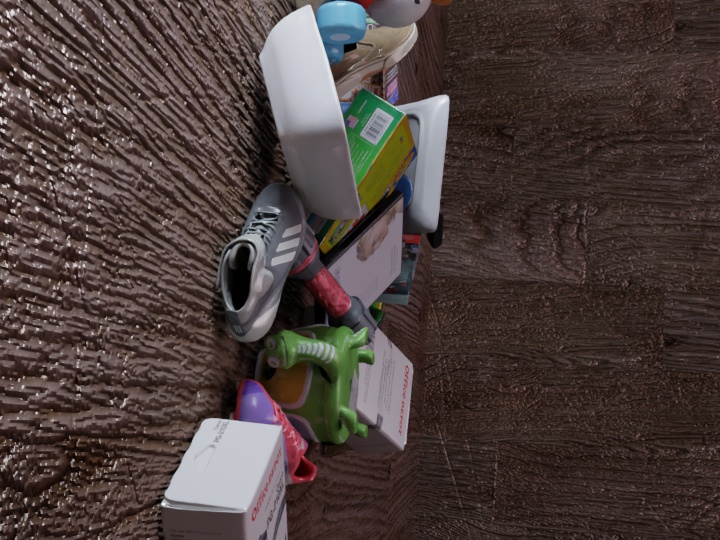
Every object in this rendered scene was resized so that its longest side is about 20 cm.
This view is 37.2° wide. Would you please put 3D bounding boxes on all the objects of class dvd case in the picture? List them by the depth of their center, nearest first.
[{"bbox_3d":[0.000,0.000,1.437,0.200,0.017,0.144,-45,147,-40],"label":"dvd case"},{"bbox_3d":[0.016,-0.019,1.651,0.201,0.143,0.022,-74,167,-55],"label":"dvd case"}]

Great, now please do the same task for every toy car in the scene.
[{"bbox_3d":[0.028,-0.358,1.323,0.177,0.196,0.188,161,-71,-71],"label":"toy car"}]

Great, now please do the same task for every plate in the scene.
[{"bbox_3d":[0.051,-0.156,1.611,0.032,0.198,0.204,9,85,-37],"label":"plate"}]

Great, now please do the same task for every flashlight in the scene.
[{"bbox_3d":[-0.045,0.020,1.290,0.201,0.067,0.068,52,45,-38],"label":"flashlight"}]

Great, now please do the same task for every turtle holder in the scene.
[{"bbox_3d":[-0.060,0.135,1.265,0.185,0.129,0.144,-17,111,-80],"label":"turtle holder"}]

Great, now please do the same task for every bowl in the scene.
[{"bbox_3d":[-0.059,-0.168,1.219,0.201,0.073,0.203,78,-4,-60],"label":"bowl"}]

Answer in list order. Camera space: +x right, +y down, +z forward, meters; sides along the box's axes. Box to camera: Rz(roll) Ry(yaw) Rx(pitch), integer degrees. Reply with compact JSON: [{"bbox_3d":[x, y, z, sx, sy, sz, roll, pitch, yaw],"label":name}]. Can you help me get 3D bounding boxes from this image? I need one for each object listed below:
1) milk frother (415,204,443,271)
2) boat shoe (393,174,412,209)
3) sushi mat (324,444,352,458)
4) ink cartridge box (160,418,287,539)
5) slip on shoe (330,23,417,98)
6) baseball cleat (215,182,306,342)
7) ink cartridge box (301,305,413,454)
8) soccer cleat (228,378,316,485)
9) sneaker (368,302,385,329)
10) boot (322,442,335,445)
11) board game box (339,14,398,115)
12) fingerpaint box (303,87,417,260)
[{"bbox_3d":[0.033,-0.096,1.860,0.201,0.179,0.189,49,-14,27],"label":"milk frother"},{"bbox_3d":[-0.007,-0.070,1.557,0.084,0.200,0.069,42,10,-18],"label":"boat shoe"},{"bbox_3d":[-0.011,0.209,1.764,0.012,0.095,0.203,34,48,-31],"label":"sushi mat"},{"bbox_3d":[-0.125,0.268,1.036,0.145,0.083,0.203,-69,160,-64],"label":"ink cartridge box"},{"bbox_3d":[-0.003,-0.299,1.454,0.199,0.076,0.061,-37,122,-20],"label":"slip on shoe"},{"bbox_3d":[-0.102,-0.027,1.136,0.107,0.068,0.203,79,15,-57],"label":"baseball cleat"},{"bbox_3d":[-0.008,0.157,1.541,0.200,0.083,0.148,48,41,-45],"label":"ink cartridge box"},{"bbox_3d":[-0.097,0.184,1.211,0.201,0.075,0.068,82,15,-52],"label":"soccer cleat"},{"bbox_3d":[-0.010,0.074,1.719,0.201,0.084,0.079,-87,-161,-63],"label":"sneaker"},{"bbox_3d":[-0.032,0.161,1.668,0.201,0.068,0.134,-82,165,-58],"label":"boot"},{"bbox_3d":[0.002,-0.345,1.600,0.160,0.095,0.204,-61,153,-70],"label":"board game box"},{"bbox_3d":[-0.014,-0.114,1.407,0.202,0.073,0.167,-57,167,-4],"label":"fingerpaint box"}]
